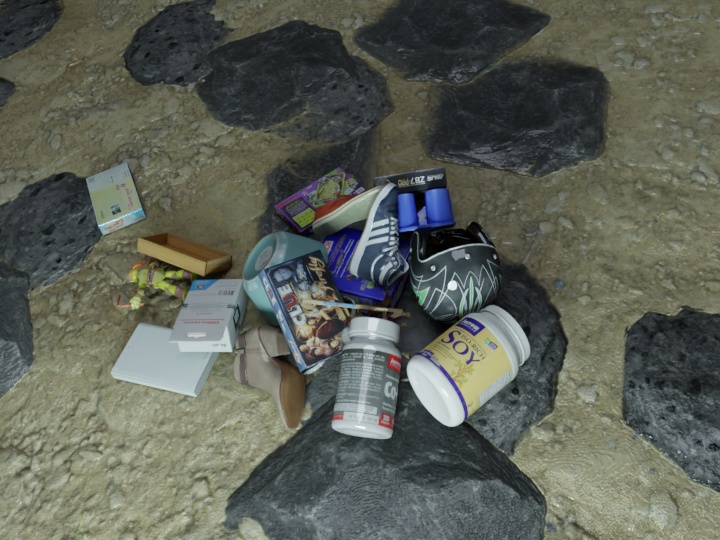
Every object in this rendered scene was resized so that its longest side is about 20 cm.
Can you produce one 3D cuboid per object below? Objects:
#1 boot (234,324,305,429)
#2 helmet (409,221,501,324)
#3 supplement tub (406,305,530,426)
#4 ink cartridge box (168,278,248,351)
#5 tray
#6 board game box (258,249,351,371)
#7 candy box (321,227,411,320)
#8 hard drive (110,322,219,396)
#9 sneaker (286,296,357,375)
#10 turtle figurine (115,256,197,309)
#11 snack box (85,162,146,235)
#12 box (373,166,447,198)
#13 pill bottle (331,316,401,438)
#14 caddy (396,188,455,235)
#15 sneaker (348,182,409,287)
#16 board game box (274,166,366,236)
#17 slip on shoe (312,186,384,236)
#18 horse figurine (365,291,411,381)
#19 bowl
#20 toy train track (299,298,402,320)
[{"bbox_3d":[-0.183,0.206,1.429,0.144,0.070,0.204,-10,74,34],"label":"boot"},{"bbox_3d":[0.188,0.008,1.448,0.196,0.203,0.192,-16,39,-4],"label":"helmet"},{"bbox_3d":[0.199,0.171,1.346,0.199,0.147,0.145,-35,52,-19],"label":"supplement tub"},{"bbox_3d":[-0.311,0.104,1.516,0.113,0.068,0.202,-1,36,7],"label":"ink cartridge box"},{"bbox_3d":[-0.401,-0.039,1.674,0.197,0.038,0.098,19,19,23],"label":"tray"},{"bbox_3d":[-0.096,0.074,1.411,0.134,0.035,0.203,-20,80,-32],"label":"board game box"},{"bbox_3d":[0.000,0.000,1.574,0.196,0.078,0.171,14,55,19],"label":"candy box"},{"bbox_3d":[-0.400,0.182,1.523,0.196,0.027,0.133,8,52,17],"label":"hard drive"},{"bbox_3d":[-0.079,0.127,1.479,0.073,0.081,0.200,34,64,30],"label":"sneaker"},{"bbox_3d":[-0.451,0.012,1.648,0.158,0.065,0.202,9,39,7],"label":"turtle figurine"},{"bbox_3d":[-0.624,-0.186,1.870,0.114,0.037,0.201,-23,50,-9],"label":"snack box"},{"bbox_3d":[0.111,-0.187,1.648,0.158,0.200,0.050,-6,90,3],"label":"box"},{"bbox_3d":[0.016,0.195,1.340,0.111,0.114,0.204,4,71,13],"label":"pill bottle"},{"bbox_3d":[0.131,-0.110,1.577,0.138,0.200,0.107,-9,90,5],"label":"caddy"},{"bbox_3d":[0.060,-0.066,1.478,0.107,0.070,0.203,26,99,25],"label":"sneaker"},{"bbox_3d":[-0.095,-0.166,1.766,0.198,0.033,0.120,-33,56,-19],"label":"board game box"},{"bbox_3d":[-0.023,-0.137,1.559,0.198,0.074,0.062,-23,57,31],"label":"slip on shoe"},{"bbox_3d":[0.038,0.148,1.442,0.130,0.050,0.204,-13,63,22],"label":"horse figurine"},{"bbox_3d":[-0.171,0.000,1.522,0.200,0.104,0.203,-36,34,29],"label":"bowl"},{"bbox_3d":[-0.017,0.079,1.383,0.196,0.114,0.033,8,88,-17],"label":"toy train track"}]
